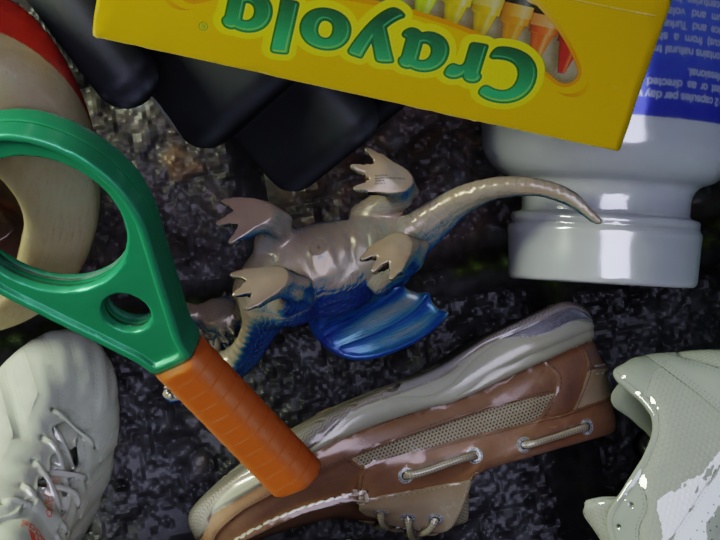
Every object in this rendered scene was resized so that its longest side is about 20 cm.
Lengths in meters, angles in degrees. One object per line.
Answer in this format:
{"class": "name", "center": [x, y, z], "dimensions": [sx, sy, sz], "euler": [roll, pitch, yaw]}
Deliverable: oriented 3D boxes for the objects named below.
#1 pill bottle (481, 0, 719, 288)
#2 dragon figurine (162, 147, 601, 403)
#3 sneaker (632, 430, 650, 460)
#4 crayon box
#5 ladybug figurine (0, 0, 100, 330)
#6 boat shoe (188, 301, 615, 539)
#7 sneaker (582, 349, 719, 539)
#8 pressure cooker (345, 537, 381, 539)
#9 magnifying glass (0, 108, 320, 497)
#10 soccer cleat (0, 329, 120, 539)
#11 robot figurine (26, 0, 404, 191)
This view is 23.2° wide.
{"class": "pill bottle", "center": [0.109, -0.095, 0.751], "dimensions": [0.111, 0.112, 0.201], "euler": [4, 90, -5]}
{"class": "dragon figurine", "center": [0.000, 0.000, 0.742], "dimensions": [0.199, 0.099, 0.059], "euler": [-19, 67, 3]}
{"class": "sneaker", "center": [0.138, 0.164, 0.784], "dimensions": [0.083, 0.077, 0.201], "euler": [9, 81, 2]}
{"class": "crayon box", "center": [0.020, -0.148, 0.613], "dimensions": [0.199, 0.058, 0.173], "euler": [12, 119, -6]}
{"class": "ladybug figurine", "center": [-0.168, -0.048, 0.707], "dimensions": [0.135, 0.200, 0.072], "euler": [19, 53, -11]}
{"class": "boat shoe", "center": [0.022, 0.083, 0.765], "dimensions": [0.199, 0.076, 0.072], "euler": [-25, 89, -2]}
{"class": "sneaker", "center": [0.137, 0.128, 0.722], "dimensions": [0.091, 0.076, 0.201], "euler": [2, 74, 5]}
{"class": "pressure cooker", "center": [-0.059, 0.209, 0.712], "dimensions": [0.199, 0.176, 0.180], "euler": [-13, 88, -8]}
{"class": "magnifying glass", "center": [-0.083, 0.017, 0.671], "dimensions": [0.079, 0.022, 0.200], "euler": [-24, 120, 28]}
{"class": "soccer cleat", "center": [-0.142, 0.105, 0.718], "dimensions": [0.069, 0.078, 0.201], "euler": [33, 55, -16]}
{"class": "robot figurine", "center": [-0.059, -0.133, 0.730], "dimensions": [0.125, 0.150, 0.200], "euler": [-38, 94, 13]}
